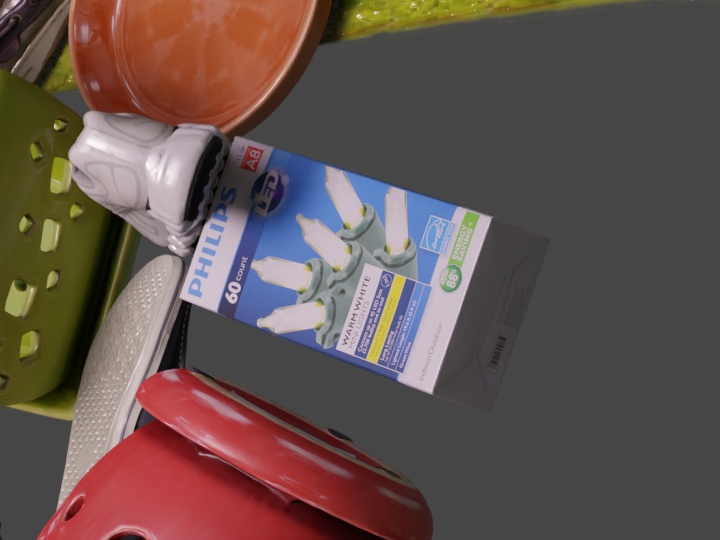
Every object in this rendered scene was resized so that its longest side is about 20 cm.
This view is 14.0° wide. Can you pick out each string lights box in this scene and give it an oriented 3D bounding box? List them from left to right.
[{"bbox_3d":[0.000,0.000,1.637,0.200,0.059,0.103,19,90,40],"label":"string lights box"}]

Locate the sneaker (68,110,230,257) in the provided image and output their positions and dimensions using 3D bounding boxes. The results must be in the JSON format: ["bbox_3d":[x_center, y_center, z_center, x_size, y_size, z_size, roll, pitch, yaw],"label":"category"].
[{"bbox_3d":[-0.121,-0.057,1.672,0.081,0.200,0.075,17,82,2],"label":"sneaker"}]

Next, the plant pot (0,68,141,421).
[{"bbox_3d":[-0.245,-0.016,1.754,0.199,0.181,0.200,11,84,39],"label":"plant pot"}]

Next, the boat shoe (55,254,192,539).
[{"bbox_3d":[-0.127,0.090,1.708,0.075,0.062,0.200,-6,70,57],"label":"boat shoe"}]

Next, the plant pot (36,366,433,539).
[{"bbox_3d":[-0.072,0.162,1.558,0.200,0.200,0.183,29,92,40],"label":"plant pot"}]

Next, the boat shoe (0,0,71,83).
[{"bbox_3d":[-0.208,-0.197,1.854,0.072,0.065,0.200,37,99,40],"label":"boat shoe"}]

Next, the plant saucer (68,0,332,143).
[{"bbox_3d":[-0.094,-0.166,1.778,0.200,0.032,0.200,-11,71,36],"label":"plant saucer"}]
